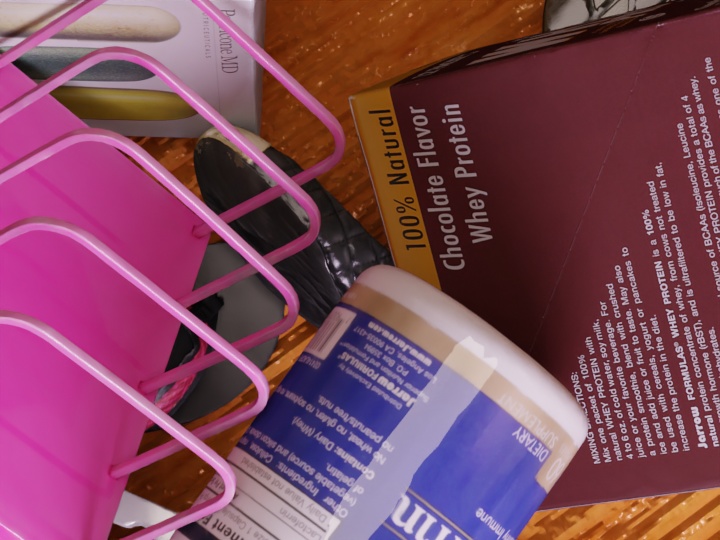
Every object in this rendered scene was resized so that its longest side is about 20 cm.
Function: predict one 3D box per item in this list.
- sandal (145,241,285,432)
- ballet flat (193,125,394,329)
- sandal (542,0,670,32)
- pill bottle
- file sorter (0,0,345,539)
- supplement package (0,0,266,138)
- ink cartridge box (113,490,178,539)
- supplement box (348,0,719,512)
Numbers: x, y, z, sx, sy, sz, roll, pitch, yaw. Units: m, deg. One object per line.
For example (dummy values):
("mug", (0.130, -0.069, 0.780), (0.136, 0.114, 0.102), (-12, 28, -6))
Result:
("sandal", (-0.116, 0.047, 1.139), (0.199, 0.045, 0.075), (-27, 85, -22))
("ballet flat", (0.000, 0.000, 1.156), (0.200, 0.066, 0.057), (42, 59, -11))
("sandal", (0.140, -0.070, 1.175), (0.081, 0.055, 0.201), (-23, 99, -2))
("pill bottle", (-0.007, 0.108, 0.981), (0.115, 0.116, 0.201), (36, 84, 3))
("file sorter", (-0.103, -0.002, 0.995), (0.139, 0.125, 0.201), (40, 45, -26))
("supplement package", (-0.142, -0.159, 1.113), (0.198, 0.152, 0.152), (2, 69, -1))
("ink cartridge box", (-0.132, 0.201, 1.130), (0.115, 0.067, 0.201), (23, 84, 3))
("supplement box", (0.132, -0.014, 1.065), (0.199, 0.133, 0.199), (-11, 98, 31))
